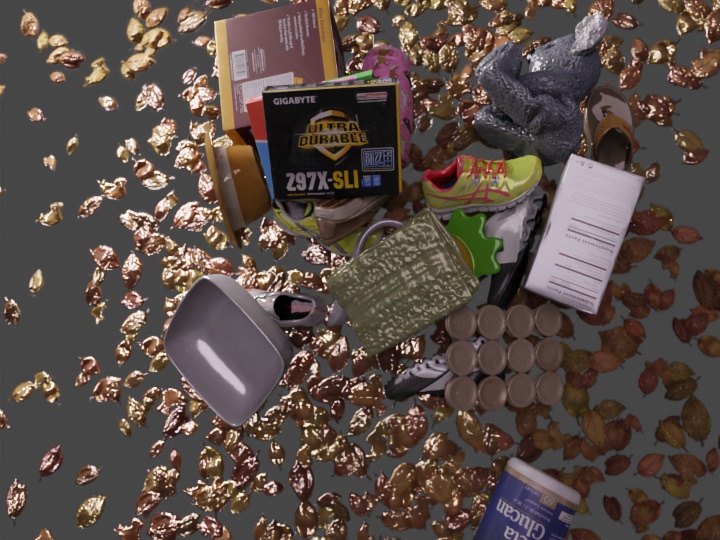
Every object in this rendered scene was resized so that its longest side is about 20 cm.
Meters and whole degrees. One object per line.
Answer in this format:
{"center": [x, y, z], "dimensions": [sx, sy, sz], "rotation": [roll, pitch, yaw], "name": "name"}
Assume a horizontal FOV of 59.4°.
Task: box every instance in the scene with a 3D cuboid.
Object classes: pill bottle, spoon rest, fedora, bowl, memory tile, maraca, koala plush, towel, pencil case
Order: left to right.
{"center": [-0.200, 0.117, 0.985], "dimensions": [0.200, 0.074, 0.200], "rotation": [45, 123, 7], "name": "bowl"}
{"center": [-0.192, -0.137, 1.016], "dimensions": [0.080, 0.201, 0.205], "rotation": [-14, 76, -7], "name": "fedora"}
{"center": [0.000, 0.000, 0.997], "dimensions": [0.060, 0.099, 0.202], "rotation": [33, 92, -10], "name": "spoon rest"}
{"center": [0.043, -0.269, 1.058], "dimensions": [0.082, 0.086, 0.205], "rotation": [-7, 75, 39], "name": "pencil case"}
{"center": [0.060, 0.021, 0.913], "dimensions": [0.198, 0.036, 0.150], "rotation": [-33, 86, 13], "name": "towel"}
{"center": [0.124, -0.004, 0.967], "dimensions": [0.199, 0.107, 0.139], "rotation": [-38, 78, 17], "name": "maraca"}
{"center": [0.215, 0.128, 0.935], "dimensions": [0.195, 0.017, 0.157], "rotation": [0, 86, -18], "name": "memory tile"}
{"center": [0.218, 0.378, 0.880], "dimensions": [0.109, 0.111, 0.203], "rotation": [25, 83, 13], "name": "pill bottle"}
{"center": [0.301, -0.283, 0.974], "dimensions": [0.183, 0.178, 0.200], "rotation": [38, 75, 21], "name": "koala plush"}

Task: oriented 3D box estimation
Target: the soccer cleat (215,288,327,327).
{"center": [-0.150, 0.061, 1.019], "dimensions": [0.195, 0.085, 0.070], "rotation": [1, 79, 9], "name": "soccer cleat"}

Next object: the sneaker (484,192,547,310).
{"center": [0.222, -0.034, 0.991], "dimensions": [0.087, 0.074, 0.204], "rotation": [16, 77, 24], "name": "sneaker"}

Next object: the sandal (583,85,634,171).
{"center": [0.396, -0.199, 0.998], "dimensions": [0.078, 0.054, 0.205], "rotation": [3, 80, 11], "name": "sandal"}

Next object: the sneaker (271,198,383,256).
{"center": [-0.058, -0.076, 1.036], "dimensions": [0.195, 0.076, 0.077], "rotation": [13, 79, 9], "name": "sneaker"}

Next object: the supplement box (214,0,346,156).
{"center": [-0.125, -0.318, 1.067], "dimensions": [0.195, 0.133, 0.202], "rotation": [-9, 77, 7], "name": "supplement box"}

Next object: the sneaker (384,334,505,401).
{"center": [0.134, 0.169, 0.960], "dimensions": [0.196, 0.067, 0.092], "rotation": [-23, 73, 2], "name": "sneaker"}

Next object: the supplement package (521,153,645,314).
{"center": [0.325, -0.049, 0.936], "dimensions": [0.107, 0.114, 0.204], "rotation": [20, 93, 13], "name": "supplement package"}

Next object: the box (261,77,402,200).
{"center": [-0.038, -0.191, 0.927], "dimensions": [0.195, 0.050, 0.163], "rotation": [-2, 117, 3], "name": "box"}

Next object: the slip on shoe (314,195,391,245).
{"center": [-0.001, -0.101, 0.997], "dimensions": [0.075, 0.199, 0.062], "rotation": [10, 119, 29], "name": "slip on shoe"}

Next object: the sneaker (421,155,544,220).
{"center": [0.183, -0.142, 0.974], "dimensions": [0.196, 0.091, 0.079], "rotation": [-16, 42, 21], "name": "sneaker"}

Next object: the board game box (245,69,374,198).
{"center": [-0.061, -0.206, 0.970], "dimensions": [0.195, 0.041, 0.156], "rotation": [-11, 114, 8], "name": "board game box"}
